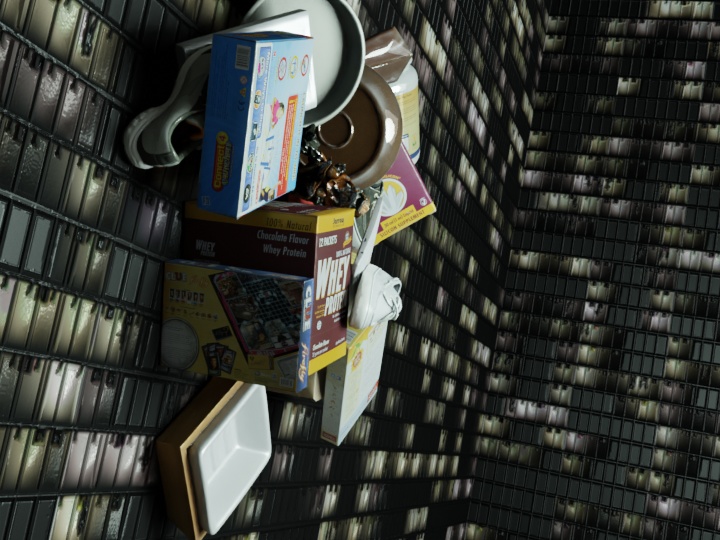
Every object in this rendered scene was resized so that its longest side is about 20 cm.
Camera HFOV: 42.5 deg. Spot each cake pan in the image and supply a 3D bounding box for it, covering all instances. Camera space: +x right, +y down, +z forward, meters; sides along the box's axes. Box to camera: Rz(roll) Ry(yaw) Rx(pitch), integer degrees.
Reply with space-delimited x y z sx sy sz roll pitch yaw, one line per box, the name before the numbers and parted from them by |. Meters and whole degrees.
cake pan | -0.089 -0.298 1.286 0.197 0.037 0.204 -11 118 -22

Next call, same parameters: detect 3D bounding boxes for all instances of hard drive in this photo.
hard drive | -0.144 -0.251 1.206 0.198 0.026 0.134 -28 126 -35

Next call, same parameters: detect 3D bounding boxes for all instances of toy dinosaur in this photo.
toy dinosaur | -0.075 -0.130 1.320 0.135 0.197 0.104 37 64 -50

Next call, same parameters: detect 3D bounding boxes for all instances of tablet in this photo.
tablet | 0.000 0.000 1.363 0.201 0.013 0.132 102 7 -55

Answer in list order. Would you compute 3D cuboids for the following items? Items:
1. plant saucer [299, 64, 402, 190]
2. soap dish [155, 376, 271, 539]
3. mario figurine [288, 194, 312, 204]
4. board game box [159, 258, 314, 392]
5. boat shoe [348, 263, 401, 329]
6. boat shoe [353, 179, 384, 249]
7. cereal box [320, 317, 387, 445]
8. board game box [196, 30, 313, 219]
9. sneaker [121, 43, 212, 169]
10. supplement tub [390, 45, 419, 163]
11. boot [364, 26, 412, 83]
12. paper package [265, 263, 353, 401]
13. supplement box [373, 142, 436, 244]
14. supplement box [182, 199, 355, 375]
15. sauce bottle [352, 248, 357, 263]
plant saucer | -0.035 -0.213 1.382 0.032 0.196 0.205 -50 143 -71
soap dish | -0.200 0.245 1.273 0.200 0.080 0.160 -50 142 -55
mario figurine | -0.078 -0.110 1.524 0.125 0.105 0.200 64 5 11
board game box | -0.156 0.066 1.157 0.035 0.196 0.139 -16 113 -68
boat shoe | 0.026 0.043 1.314 0.200 0.067 0.073 -56 164 -82
boat shoe | 0.003 -0.127 1.450 0.071 0.062 0.204 -66 152 -60
cereal box | -0.008 0.150 1.422 0.144 0.039 0.203 -48 153 -49
board game box | -0.125 -0.185 1.127 0.196 0.055 0.204 -42 143 -69
sneaker | -0.192 -0.191 1.094 0.202 0.078 0.075 -58 143 -29
supplement tub | 0.032 -0.285 1.622 0.145 0.142 0.204 -51 144 -54
boot | -0.011 -0.354 1.436 0.197 0.065 0.188 -20 140 -18
paper package | -0.072 0.086 1.454 0.190 0.101 0.205 -6 103 -69
supplement box | 0.024 -0.167 1.539 0.202 0.129 0.104 59 7 -27
supplement box | -0.123 0.013 1.233 0.132 0.193 0.205 -18 114 -68
sauce bottle | -0.018 -0.008 1.701 0.067 0.065 0.202 78 28 -42
